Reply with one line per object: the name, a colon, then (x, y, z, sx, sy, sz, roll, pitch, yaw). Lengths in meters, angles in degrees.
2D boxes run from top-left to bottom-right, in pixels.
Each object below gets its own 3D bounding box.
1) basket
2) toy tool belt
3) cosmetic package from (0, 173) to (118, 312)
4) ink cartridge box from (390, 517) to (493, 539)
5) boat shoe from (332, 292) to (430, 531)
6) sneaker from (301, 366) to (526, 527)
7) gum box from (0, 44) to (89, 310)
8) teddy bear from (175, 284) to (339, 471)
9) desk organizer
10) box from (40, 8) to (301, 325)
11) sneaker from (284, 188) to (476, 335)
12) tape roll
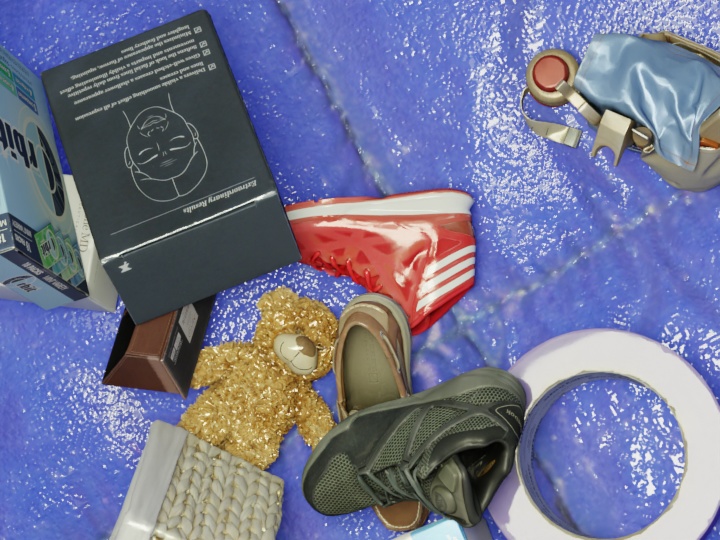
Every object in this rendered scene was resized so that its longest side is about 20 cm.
basket: (-0.138, 0.228, 1.621, 0.123, 0.200, 0.136, 21, 108, -6)
toy tool belt: (0.221, -0.142, 1.650, 0.200, 0.123, 0.125, 21, 88, 15)
cosmetic package: (-0.307, -0.031, 1.773, 0.199, 0.085, 0.108, 5, 80, 14)
ink cartridge box: (0.020, 0.290, 1.639, 0.200, 0.125, 0.129, -23, 78, 10)
boat shoe: (0.013, 0.122, 1.671, 0.076, 0.072, 0.201, -11, 100, 16)
sneaker: (0.036, 0.156, 1.583, 0.199, 0.114, 0.076, -23, 119, 20)
gum box: (-0.285, -0.084, 1.648, 0.044, 0.170, 0.201, -18, 74, 7)
teddy bear: (-0.089, 0.112, 1.716, 0.200, 0.067, 0.145, -36, 79, 7)
desk organizer: (-0.164, -0.001, 1.711, 0.077, 0.072, 0.200, 6, 62, 16)
box: (-0.152, -0.084, 1.650, 0.148, 0.107, 0.200, -21, 58, -1)
sneaker: (0.000, 0.000, 1.706, 0.199, 0.078, 0.116, -9, 80, 13)
tape roll: (0.196, 0.149, 1.639, 0.199, 0.085, 0.201, -2, 82, 13)
